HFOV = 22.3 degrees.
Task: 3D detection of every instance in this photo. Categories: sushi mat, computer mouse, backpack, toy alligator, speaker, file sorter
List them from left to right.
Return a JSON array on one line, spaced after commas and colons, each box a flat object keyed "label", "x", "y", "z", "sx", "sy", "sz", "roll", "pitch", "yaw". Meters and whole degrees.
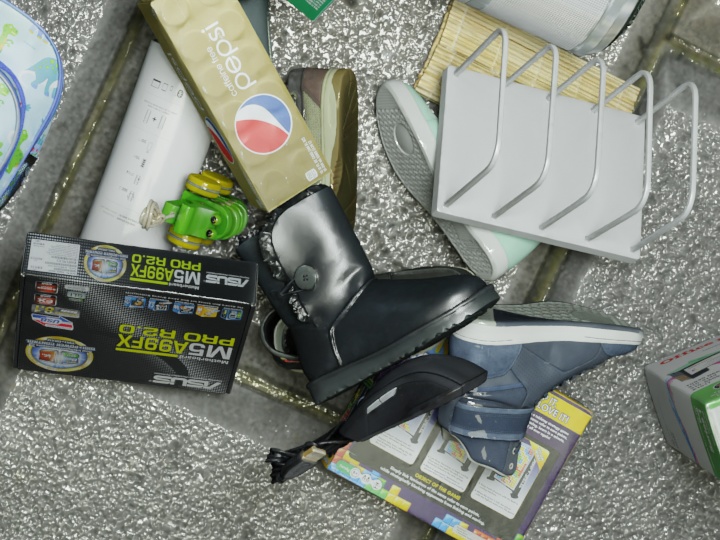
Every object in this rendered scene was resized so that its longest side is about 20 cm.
[{"label": "backpack", "x": -0.346, "y": -0.141, "z": 1.526, "sx": 0.182, "sy": 0.147, "sz": 0.201, "roll": 32, "pitch": 91, "yaw": -14}, {"label": "speaker", "x": -0.179, "y": -0.093, "z": 1.590, "sx": 0.080, "sy": 0.081, "sz": 0.202, "roll": 20, "pitch": 96, "yaw": -11}, {"label": "toy alligator", "x": -0.132, "y": -0.045, "z": 1.543, "sx": 0.054, "sy": 0.200, "sz": 0.060, "roll": 22, "pitch": 101, "yaw": 8}, {"label": "computer mouse", "x": 0.004, "y": 0.119, "z": 1.532, "sx": 0.199, "sy": 0.140, "sz": 0.046, "roll": -29, "pitch": 86, "yaw": 39}, {"label": "sushi mat", "x": 0.152, "y": -0.163, "z": 1.660, "sx": 0.198, "sy": 0.012, "sz": 0.096, "roll": 25, "pitch": 93, "yaw": -12}, {"label": "file sorter", "x": 0.179, "y": -0.109, "z": 1.567, "sx": 0.198, "sy": 0.124, "sz": 0.140, "roll": 13, "pitch": 69, "yaw": -19}]

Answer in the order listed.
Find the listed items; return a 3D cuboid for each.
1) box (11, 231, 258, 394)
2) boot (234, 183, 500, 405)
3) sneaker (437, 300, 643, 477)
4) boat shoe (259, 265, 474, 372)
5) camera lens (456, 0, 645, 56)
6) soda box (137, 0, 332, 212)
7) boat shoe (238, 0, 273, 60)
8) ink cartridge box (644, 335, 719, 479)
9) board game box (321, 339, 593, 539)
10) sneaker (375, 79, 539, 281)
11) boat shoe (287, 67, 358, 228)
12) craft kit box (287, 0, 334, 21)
[{"label": "box", "x": -0.196, "y": 0.040, "z": 1.576, "sx": 0.198, "sy": 0.161, "sz": 0.045, "roll": 8, "pitch": 56, "yaw": -10}, {"label": "boot", "x": 0.000, "y": 0.000, "z": 1.536, "sx": 0.199, "sy": 0.076, "sz": 0.169, "roll": -29, "pitch": 85, "yaw": 28}, {"label": "sneaker", "x": 0.156, "y": 0.105, "z": 1.621, "sx": 0.200, "sy": 0.077, "sz": 0.148, "roll": 0, "pitch": 104, "yaw": -29}, {"label": "boat shoe", "x": 0.008, "y": 0.041, "z": 1.613, "sx": 0.199, "sy": 0.063, "sz": 0.074, "roll": -16, "pitch": 70, "yaw": 14}, {"label": "camera lens", "x": 0.153, "y": -0.288, "z": 1.565, "sx": 0.198, "sy": 0.160, "sz": 0.161, "roll": 22, "pitch": 95, "yaw": -11}, {"label": "soda box", "x": -0.105, "y": -0.153, "z": 1.522, "sx": 0.067, "sy": 0.064, "sz": 0.201, "roll": -32, "pitch": 105, "yaw": -11}, {"label": "boat shoe", "x": -0.100, "y": -0.262, "z": 1.566, "sx": 0.061, "sy": 0.073, "sz": 0.202, "roll": -10, "pitch": 92, "yaw": 26}, {"label": "ink cartridge box", "x": 0.355, "y": 0.113, "z": 1.640, "sx": 0.143, "sy": 0.200, "sz": 0.085, "roll": -21, "pitch": 98, "yaw": -4}, {"label": "board game box", "x": 0.087, "y": 0.151, "z": 1.680, "sx": 0.199, "sy": 0.057, "sz": 0.166, "roll": 30, "pitch": 92, "yaw": -11}, {"label": "sneaker", "x": 0.103, "y": -0.102, "z": 1.644, "sx": 0.118, "sy": 0.074, "sz": 0.201, "roll": -33, "pitch": 89, "yaw": -25}, {"label": "boat shoe", "x": -0.042, "y": -0.084, "z": 1.622, "sx": 0.065, "sy": 0.072, "sz": 0.203, "roll": 12, "pitch": 112, "yaw": 19}, {"label": "craft kit box", "x": -0.071, "y": -0.337, "z": 1.524, "sx": 0.199, "sy": 0.048, "sz": 0.198, "roll": 38, "pitch": 51, "yaw": -12}]
